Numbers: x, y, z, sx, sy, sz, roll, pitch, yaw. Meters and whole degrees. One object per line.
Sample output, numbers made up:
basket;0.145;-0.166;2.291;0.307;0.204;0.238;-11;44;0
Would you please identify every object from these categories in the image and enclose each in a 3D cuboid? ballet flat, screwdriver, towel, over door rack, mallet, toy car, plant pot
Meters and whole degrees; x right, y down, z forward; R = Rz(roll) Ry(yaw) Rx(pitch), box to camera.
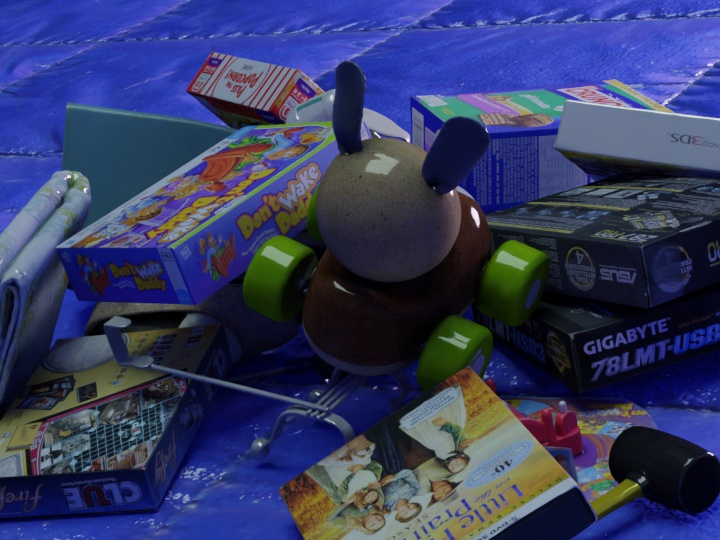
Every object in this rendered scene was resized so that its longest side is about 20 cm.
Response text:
ballet flat;0.030;-0.078;1.521;0.069;0.200;0.069;-44;24;26
screwdriver;-0.070;0.072;1.383;0.200;0.029;0.028;-7;20;7
ballet flat;-0.135;0.050;1.446;0.200;0.068;0.067;-1;41;40
towel;-0.253;0.035;1.380;0.048;0.171;0.200;23;24;-2
over door rack;-0.052;0.058;1.302;0.200;0.067;0.148;21;39;26
mallet;0.113;0.145;1.082;0.200;0.041;0.066;-23;24;-20
toy car;0.027;-0.043;1.200;0.164;0.200;0.158;24;49;20
plant pot;-0.142;-0.051;1.555;0.200;0.141;0.141;4;-5;-3

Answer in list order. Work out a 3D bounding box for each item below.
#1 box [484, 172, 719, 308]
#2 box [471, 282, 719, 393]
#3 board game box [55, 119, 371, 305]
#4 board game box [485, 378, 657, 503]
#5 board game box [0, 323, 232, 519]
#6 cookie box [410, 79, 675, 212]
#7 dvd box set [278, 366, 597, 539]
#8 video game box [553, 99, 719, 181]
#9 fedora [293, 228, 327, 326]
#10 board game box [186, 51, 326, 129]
box;0.192;-0.026;1.310;0.161;0.049;0.200;-16;14;-31
box;0.202;0.017;1.335;0.198;0.050;0.200;-16;15;-13
board game box;-0.098;-0.043;1.343;0.134;0.045;0.200;1;29;45
board game box;0.089;0.099;1.204;0.200;0.039;0.158;-1;22;25
board game box;-0.180;0.104;1.321;0.135;0.035;0.200;-5;25;15
cookie box;0.162;-0.112;1.658;0.200;0.075;0.171;-5;18;-13
dvd box set;0.037;0.134;1.084;0.146;0.029;0.200;-33;21;-3
video game box;0.266;-0.083;1.442;0.200;0.047;0.182;9;-1;19
fedora;0.000;0.000;1.420;0.200;0.092;0.201;-3;2;0
board game box;-0.036;-0.107;1.626;0.046;0.200;0.151;-57;33;-9
